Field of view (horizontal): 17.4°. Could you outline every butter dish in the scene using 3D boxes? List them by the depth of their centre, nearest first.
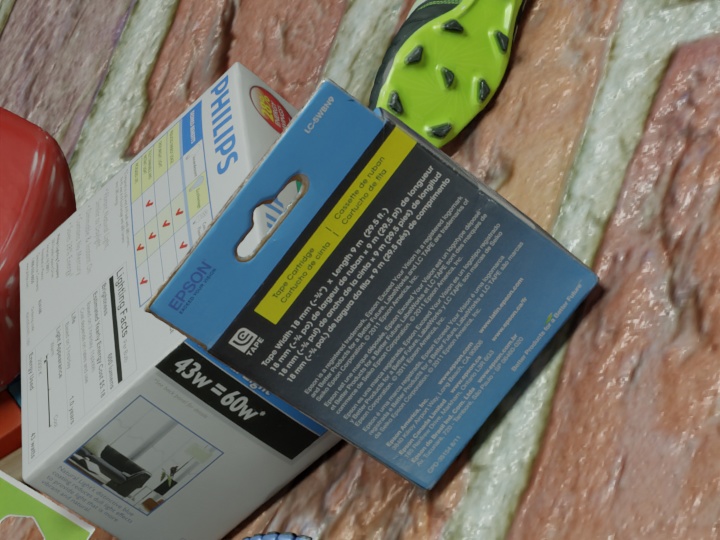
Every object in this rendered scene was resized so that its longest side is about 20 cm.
[{"bbox_3d":[-0.233,-0.009,1.508,0.200,0.147,0.200,95,-172,-60],"label":"butter dish"}]

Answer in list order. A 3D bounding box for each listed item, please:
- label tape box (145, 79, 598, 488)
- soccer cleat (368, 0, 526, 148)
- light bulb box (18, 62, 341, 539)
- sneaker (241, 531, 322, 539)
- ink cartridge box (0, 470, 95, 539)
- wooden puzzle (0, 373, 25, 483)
[{"bbox_3d":[0.000,0.000,1.178,0.144,0.200,0.063,-51,32,6],"label":"label tape box"},{"bbox_3d":[0.060,-0.151,1.392,0.201,0.067,0.081,-62,15,-12],"label":"soccer cleat"},{"bbox_3d":[-0.089,0.027,1.358,0.200,0.125,0.199,-40,34,22],"label":"light bulb box"},{"bbox_3d":[-0.087,0.198,1.250,0.199,0.077,0.086,-22,49,42],"label":"sneaker"},{"bbox_3d":[-0.212,0.236,1.380,0.148,0.076,0.201,17,74,57],"label":"ink cartridge box"},{"bbox_3d":[-0.236,0.073,1.594,0.199,0.037,0.186,-27,42,38],"label":"wooden puzzle"}]
